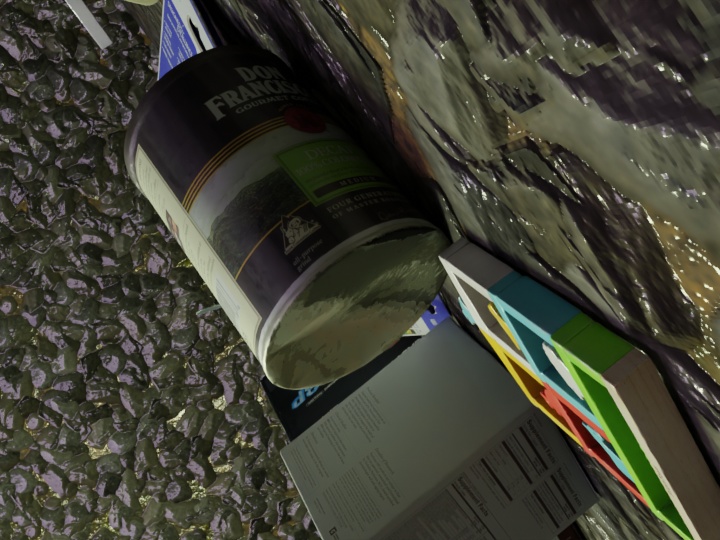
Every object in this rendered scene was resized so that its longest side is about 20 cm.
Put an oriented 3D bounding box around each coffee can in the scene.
[{"bbox_3d":[-0.054,-0.040,0.530,0.200,0.146,0.146,50,175,28],"label":"coffee can"}]

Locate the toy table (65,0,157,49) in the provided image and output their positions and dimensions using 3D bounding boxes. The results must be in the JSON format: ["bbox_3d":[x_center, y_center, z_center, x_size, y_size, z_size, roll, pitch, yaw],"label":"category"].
[{"bbox_3d":[-0.384,-0.432,1.081,0.184,0.117,0.200,50,175,34],"label":"toy table"}]

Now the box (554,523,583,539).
[{"bbox_3d":[0.175,0.338,1.050,0.164,0.166,0.200,55,176,-35],"label":"box"}]

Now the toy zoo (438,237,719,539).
[{"bbox_3d":[0.107,0.054,0.410,0.131,0.020,0.200,54,176,-25],"label":"toy zoo"}]

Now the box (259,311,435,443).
[{"bbox_3d":[-0.003,0.105,0.825,0.046,0.200,0.159,51,177,-31],"label":"box"}]

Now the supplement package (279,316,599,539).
[{"bbox_3d":[0.067,0.181,0.670,0.151,0.200,0.152,55,175,-32],"label":"supplement package"}]

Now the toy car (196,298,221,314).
[{"bbox_3d":[-0.128,0.004,1.040,0.158,0.200,0.164,64,-171,-2],"label":"toy car"}]

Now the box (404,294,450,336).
[{"bbox_3d":[-0.019,0.027,0.720,0.119,0.200,0.042,55,-147,-58],"label":"box"}]

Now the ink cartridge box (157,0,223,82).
[{"bbox_3d":[-0.148,-0.173,0.748,0.198,0.047,0.200,62,149,25],"label":"ink cartridge box"}]
